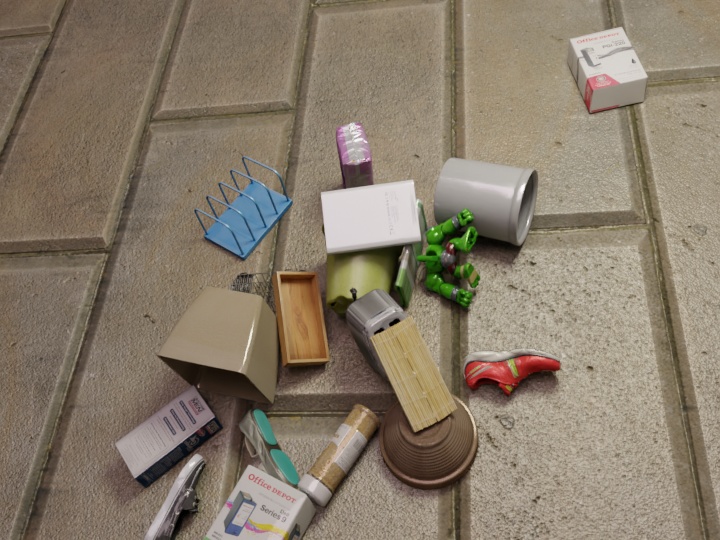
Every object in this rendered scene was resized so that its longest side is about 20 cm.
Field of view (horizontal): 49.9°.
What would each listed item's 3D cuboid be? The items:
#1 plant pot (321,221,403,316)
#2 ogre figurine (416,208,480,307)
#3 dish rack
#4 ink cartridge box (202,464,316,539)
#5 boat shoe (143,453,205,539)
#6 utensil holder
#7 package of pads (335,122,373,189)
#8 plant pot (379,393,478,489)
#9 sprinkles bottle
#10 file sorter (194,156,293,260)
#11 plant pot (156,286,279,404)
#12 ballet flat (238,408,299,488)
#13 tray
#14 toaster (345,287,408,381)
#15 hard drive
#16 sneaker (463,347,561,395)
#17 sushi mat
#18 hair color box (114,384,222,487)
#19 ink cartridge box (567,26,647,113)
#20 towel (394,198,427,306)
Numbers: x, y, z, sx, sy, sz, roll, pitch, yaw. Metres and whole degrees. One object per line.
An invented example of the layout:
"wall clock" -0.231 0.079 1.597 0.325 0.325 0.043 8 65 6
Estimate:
"plant pot" 0.000 0.000 1.703 0.197 0.201 0.187 2 67 13
"ogre figurine" 0.195 -0.029 1.704 0.119 0.203 0.098 2 20 37
"dish rack" -0.208 0.071 1.768 0.197 0.055 0.155 -4 55 12
"ink cartridge box" -0.196 0.493 1.456 0.144 0.088 0.201 21 61 24
"boat shoe" -0.350 0.464 1.524 0.066 0.070 0.201 25 60 6
"utensil holder" 0.283 -0.161 1.753 0.197 0.171 0.171 14 60 22
"package of pads" -0.010 -0.239 1.847 0.074 0.201 0.122 -9 58 -1
"plant pot" 0.130 0.313 1.508 0.197 0.093 0.203 -5 56 8
"sprinkles bottle" -0.040 0.361 1.524 0.068 0.069 0.201 26 64 26
"file sorter" -0.290 -0.159 1.898 0.138 0.123 0.201 26 65 27
"plant pot" -0.274 0.148 1.623 0.197 0.200 0.179 8 65 17
"ballet flat" -0.188 0.371 1.562 0.064 0.067 0.201 -45 54 13
"tray" -0.130 0.104 1.678 0.097 0.037 0.203 1 70 -28
"toaster" 0.050 0.128 1.575 0.113 0.202 0.129 -29 22 -10
"hard drive" 0.021 -0.111 1.626 0.197 0.025 0.134 -7 78 3
"sneaker" 0.307 0.208 1.564 0.197 0.077 0.086 -6 66 16
"sushi mat" 0.100 0.197 1.479 0.095 0.012 0.202 -24 80 -9
"hair color box" -0.398 0.344 1.614 0.199 0.061 0.100 -37 57 -13
"ink cartridge box" 0.626 -0.513 1.973 0.143 0.085 0.202 -12 53 3
"towel" 0.107 -0.037 1.693 0.030 0.149 0.203 10 71 14
